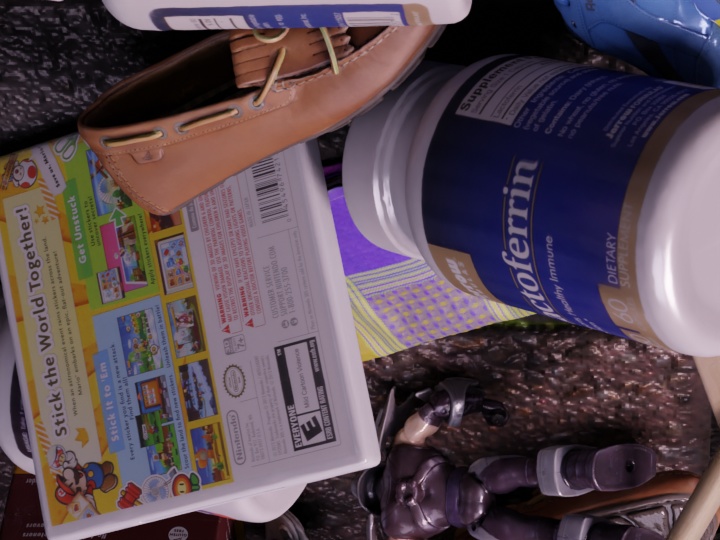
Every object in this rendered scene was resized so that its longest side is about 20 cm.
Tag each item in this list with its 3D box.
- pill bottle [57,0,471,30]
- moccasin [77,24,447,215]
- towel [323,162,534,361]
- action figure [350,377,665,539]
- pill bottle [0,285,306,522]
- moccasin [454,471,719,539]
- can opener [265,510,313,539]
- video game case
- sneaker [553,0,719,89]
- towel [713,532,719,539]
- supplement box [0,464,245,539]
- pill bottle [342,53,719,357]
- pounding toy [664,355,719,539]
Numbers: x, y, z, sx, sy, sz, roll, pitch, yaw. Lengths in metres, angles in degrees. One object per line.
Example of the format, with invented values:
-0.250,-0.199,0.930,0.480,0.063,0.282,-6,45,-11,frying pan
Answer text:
-0.053,-0.158,0.967,0.200,0.111,0.111,0,139,8,pill bottle
-0.042,-0.102,1.057,0.201,0.074,0.078,-25,129,26,moccasin
0.000,0.000,1.212,0.200,0.023,0.144,-16,134,25,towel
0.071,0.127,1.260,0.200,0.130,0.069,2,-175,40,action figure
-0.126,0.062,1.212,0.200,0.112,0.112,9,143,25,pill bottle
0.125,0.155,1.330,0.074,0.078,0.201,41,136,-17,moccasin
-0.051,0.227,1.433,0.066,0.053,0.200,-25,136,-25,can opener
-0.092,0.018,1.127,0.182,0.200,0.023,-16,169,22,video game case
0.102,-0.138,1.000,0.078,0.066,0.200,-32,129,27,sneaker
0.311,0.192,1.374,0.200,0.048,0.171,30,135,-25,towel
-0.145,0.246,1.381,0.133,0.200,0.197,1,139,6,supplement box
0.093,-0.036,1.034,0.200,0.116,0.116,15,152,43,pill bottle
0.224,0.028,1.121,0.200,0.142,0.184,-10,136,18,pounding toy
